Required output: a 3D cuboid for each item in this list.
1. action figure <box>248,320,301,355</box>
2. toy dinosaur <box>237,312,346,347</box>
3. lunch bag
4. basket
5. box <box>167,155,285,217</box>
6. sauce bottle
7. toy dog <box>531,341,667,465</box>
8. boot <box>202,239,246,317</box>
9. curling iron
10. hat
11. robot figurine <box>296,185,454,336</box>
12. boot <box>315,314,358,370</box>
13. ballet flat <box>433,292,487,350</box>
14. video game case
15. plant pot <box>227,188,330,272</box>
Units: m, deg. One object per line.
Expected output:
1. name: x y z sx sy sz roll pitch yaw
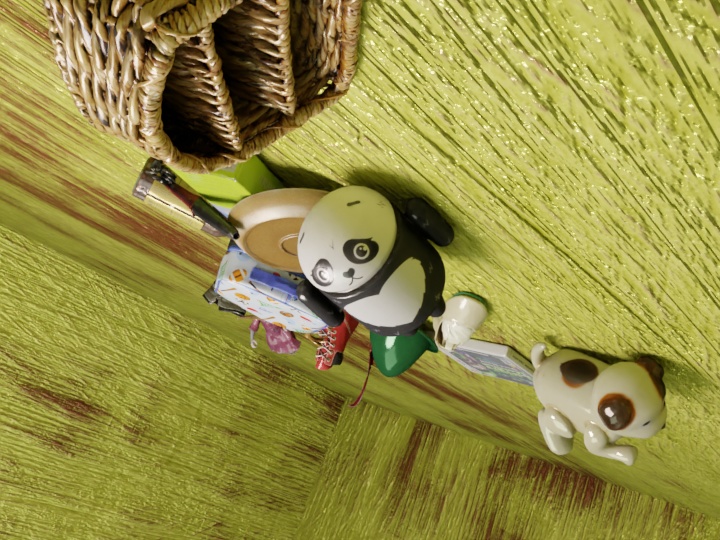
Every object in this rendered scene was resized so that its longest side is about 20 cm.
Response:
1. action figure: -0.229 0.140 1.783 0.131 0.151 0.202 -12 136 12
2. toy dinosaur: -0.104 0.084 1.173 0.196 0.061 0.107 -12 129 23
3. lunch bag: -0.128 0.032 1.031 0.196 0.077 0.160 22 162 -11
4. basket: -0.088 -0.134 0.419 0.146 0.145 0.200 23 166 0
5. box: -0.144 -0.093 0.845 0.120 0.049 0.200 16 164 28
6. sauce bottle: -0.226 -0.090 0.952 0.197 0.066 0.064 29 164 -20
7. toy dog: 0.347 0.174 0.936 0.197 0.138 0.199 62 160 -5
8. boot: -0.184 0.025 1.162 0.197 0.133 0.068 11 163 37
9. curling iron: -0.212 -0.086 0.831 0.199 0.026 0.050 39 178 34
10. hat: 0.040 0.186 1.252 0.164 0.178 0.200 24 165 36
11. robot figurine: 0.018 -0.004 0.730 0.123 0.152 0.200 14 161 45
12. boot: -0.063 0.111 1.264 0.071 0.147 0.200 17 163 26
13. ballet flat: 0.148 0.088 1.016 0.068 0.071 0.200 21 165 4
14. video game case: 0.243 0.171 1.254 0.198 0.024 0.181 6 158 48
15. plant pot: -0.069 -0.040 0.824 0.195 0.028 0.201 1 156 0
